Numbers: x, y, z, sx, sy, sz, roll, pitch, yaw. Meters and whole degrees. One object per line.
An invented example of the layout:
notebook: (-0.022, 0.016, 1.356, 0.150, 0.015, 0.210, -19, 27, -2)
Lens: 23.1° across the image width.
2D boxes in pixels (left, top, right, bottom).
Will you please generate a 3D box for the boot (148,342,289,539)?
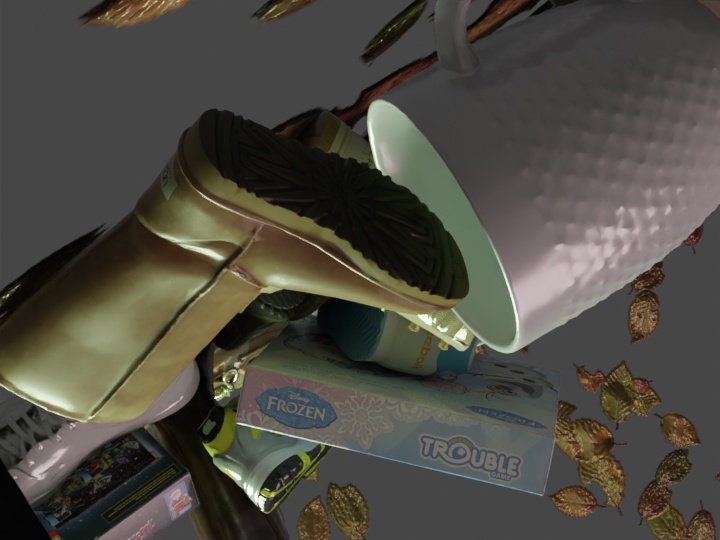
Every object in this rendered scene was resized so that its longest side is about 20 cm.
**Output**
boot: (-0.099, 0.124, 1.279, 0.064, 0.201, 0.186, -35, 176, 24)

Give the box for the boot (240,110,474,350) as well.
boot: (0.000, 0.000, 1.057, 0.200, 0.155, 0.073, -47, -164, 53)

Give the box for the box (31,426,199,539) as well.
box: (-0.226, 0.162, 1.157, 0.199, 0.136, 0.038, -34, 141, -23)

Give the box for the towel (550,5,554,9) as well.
towel: (0.108, -0.096, 1.209, 0.201, 0.048, 0.171, -61, -178, -17)

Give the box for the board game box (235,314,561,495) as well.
board game box: (0.033, 0.085, 1.177, 0.199, 0.198, 0.044, -43, 145, -79)

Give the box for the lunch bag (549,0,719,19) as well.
lunch bag: (0.215, -0.164, 0.990, 0.139, 0.168, 0.200, -34, 175, -23)

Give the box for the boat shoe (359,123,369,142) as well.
boat shoe: (0.025, -0.064, 1.178, 0.065, 0.072, 0.200, -34, 171, 14)

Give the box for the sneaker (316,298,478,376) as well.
sneaker: (0.022, 0.022, 1.198, 0.200, 0.080, 0.077, -118, -134, -68)

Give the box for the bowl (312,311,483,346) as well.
bowl: (0.049, -0.027, 1.342, 0.199, 0.091, 0.202, -11, -148, 7)

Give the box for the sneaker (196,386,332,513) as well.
sneaker: (-0.051, 0.104, 1.244, 0.076, 0.076, 0.200, -53, 173, 12)

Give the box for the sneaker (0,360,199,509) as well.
sneaker: (-0.197, 0.087, 1.104, 0.199, 0.074, 0.116, -34, 162, -11)

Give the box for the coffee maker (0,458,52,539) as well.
coffee maker: (-0.190, 0.136, 0.746, 0.134, 0.201, 0.192, -34, 173, 4)

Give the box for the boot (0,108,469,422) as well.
boot: (-0.069, 0.016, 0.889, 0.200, 0.174, 0.067, -43, -150, 37)

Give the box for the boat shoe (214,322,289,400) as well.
boat shoe: (-0.104, 0.082, 1.675, 0.200, 0.063, 0.073, -33, 174, -40)

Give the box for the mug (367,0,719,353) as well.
mug: (0.105, -0.085, 0.904, 0.174, 0.201, 0.148, -29, -153, -12)

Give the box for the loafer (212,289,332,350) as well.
loafer: (-0.054, -0.003, 1.203, 0.068, 0.076, 0.200, -35, -176, -32)
